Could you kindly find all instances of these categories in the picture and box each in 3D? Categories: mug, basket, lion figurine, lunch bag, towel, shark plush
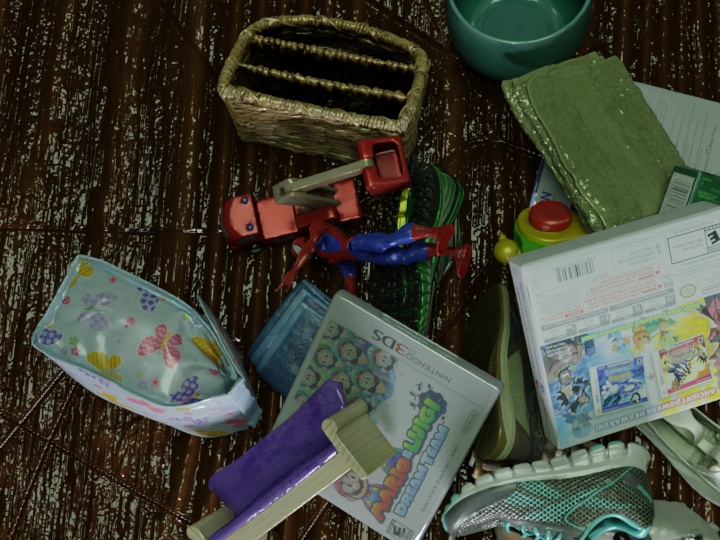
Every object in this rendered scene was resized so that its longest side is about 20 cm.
[{"bbox_3d":[0.172,-0.289,1.243,0.152,0.114,0.185,24,73,14],"label":"mug"},{"bbox_3d":[-0.031,-0.201,1.218,0.200,0.149,0.143,13,78,6],"label":"basket"},{"bbox_3d":[0.155,0.247,1.157,0.122,0.072,0.200,17,93,-3],"label":"lion figurine"},{"bbox_3d":[-0.190,0.083,1.149,0.200,0.170,0.127,26,77,11],"label":"lunch bag"},{"bbox_3d":[-0.013,0.111,1.186,0.200,0.049,0.112,38,99,9],"label":"towel"},{"bbox_3d":[0.240,-0.128,1.175,0.148,0.036,0.200,-20,69,-27],"label":"towel"},{"bbox_3d":[0.296,0.261,1.149,0.200,0.091,0.083,4,121,-17],"label":"shark plush"}]

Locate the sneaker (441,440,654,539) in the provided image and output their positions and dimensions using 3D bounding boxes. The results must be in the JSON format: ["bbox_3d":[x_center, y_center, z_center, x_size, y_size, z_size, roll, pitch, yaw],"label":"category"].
[{"bbox_3d":[0.173,0.220,1.069,0.200,0.078,0.091,-16,61,8],"label":"sneaker"}]

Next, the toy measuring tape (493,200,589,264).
[{"bbox_3d":[0.222,-0.043,1.183,0.200,0.074,0.074,-13,77,-15],"label":"toy measuring tape"}]

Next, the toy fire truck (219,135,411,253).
[{"bbox_3d":[-0.050,-0.073,1.191,0.200,0.141,0.049,-13,77,0],"label":"toy fire truck"}]

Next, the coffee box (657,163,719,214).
[{"bbox_3d":[0.328,0.007,1.150,0.123,0.044,0.200,11,100,-28],"label":"coffee box"}]

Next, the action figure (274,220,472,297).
[{"bbox_3d":[0.000,0.000,1.149,0.200,0.065,0.099,6,62,40],"label":"action figure"}]

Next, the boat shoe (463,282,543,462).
[{"bbox_3d":[0.147,0.104,1.166,0.066,0.072,0.201,21,46,-19],"label":"boat shoe"}]

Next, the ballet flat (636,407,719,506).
[{"bbox_3d":[0.335,0.172,1.160,0.200,0.069,0.069,41,82,10],"label":"ballet flat"}]

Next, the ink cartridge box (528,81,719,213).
[{"bbox_3d":[0.288,-0.098,1.235,0.200,0.047,0.198,15,80,8],"label":"ink cartridge box"}]

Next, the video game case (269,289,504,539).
[{"bbox_3d":[0.016,0.147,1.139,0.182,0.024,0.200,30,112,12],"label":"video game case"}]

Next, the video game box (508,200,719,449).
[{"bbox_3d":[0.250,0.049,1.084,0.200,0.047,0.182,-16,103,-9],"label":"video game box"}]

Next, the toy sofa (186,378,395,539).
[{"bbox_3d":[-0.074,0.197,1.121,0.200,0.083,0.098,-40,82,22],"label":"toy sofa"}]

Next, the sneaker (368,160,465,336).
[{"bbox_3d":[0.069,-0.006,1.206,0.078,0.085,0.200,15,94,48],"label":"sneaker"}]
